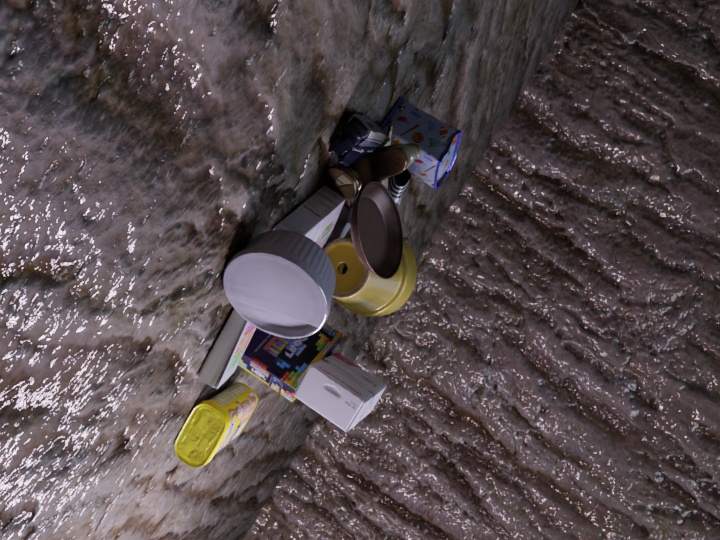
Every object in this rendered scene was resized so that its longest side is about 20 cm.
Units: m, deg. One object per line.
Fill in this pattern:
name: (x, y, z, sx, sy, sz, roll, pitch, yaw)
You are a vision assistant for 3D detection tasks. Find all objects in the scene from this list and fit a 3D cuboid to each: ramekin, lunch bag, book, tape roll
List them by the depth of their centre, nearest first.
ramekin: (-0.136, 0.018, 1.399, 0.094, 0.202, 0.203, -63, 177, -46)
book: (-0.249, 0.129, 1.611, 0.201, 0.048, 0.134, -62, 173, 14)
lunch bag: (0.136, -0.287, 1.847, 0.124, 0.170, 0.200, -54, 168, -16)
tape roll: (-0.038, -0.099, 1.950, 0.203, 0.037, 0.203, -56, 169, -16)

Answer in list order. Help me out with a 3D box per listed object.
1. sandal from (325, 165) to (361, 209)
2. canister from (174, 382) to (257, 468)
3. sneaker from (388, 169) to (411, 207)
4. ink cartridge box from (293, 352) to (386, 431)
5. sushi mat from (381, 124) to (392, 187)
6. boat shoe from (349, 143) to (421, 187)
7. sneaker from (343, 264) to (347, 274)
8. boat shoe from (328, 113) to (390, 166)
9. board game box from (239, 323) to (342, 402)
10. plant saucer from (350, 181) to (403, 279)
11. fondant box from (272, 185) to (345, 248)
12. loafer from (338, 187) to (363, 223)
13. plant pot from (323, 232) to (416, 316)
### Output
sandal: (-0.026, -0.180, 1.627, 0.054, 0.080, 0.200, -46, 175, -7)
canister: (-0.319, 0.342, 1.778, 0.149, 0.086, 0.200, -60, 172, 13)
sneaker: (0.089, -0.212, 1.990, 0.116, 0.075, 0.201, -58, -170, 15)
ink cartridge box: (-0.043, 0.264, 1.746, 0.083, 0.146, 0.200, -60, 168, 10)
sushi mat: (0.055, -0.214, 1.746, 0.096, 0.012, 0.201, -75, 170, -58)
boat shoe: (0.048, -0.222, 1.642, 0.063, 0.074, 0.200, -30, -164, -34)
sneaker: (-0.075, 0.025, 2.053, 0.081, 0.074, 0.200, -57, 169, 16)
boat shoe: (-0.006, -0.256, 1.569, 0.093, 0.075, 0.200, -46, 172, 14)
board game box: (-0.162, 0.177, 1.802, 0.200, 0.165, 0.057, -49, 167, -41)
plant saucer: (0.029, -0.080, 1.613, 0.200, 0.037, 0.201, 25, 62, -58)
fondant box: (-0.119, -0.065, 1.592, 0.200, 0.058, 0.145, -45, 165, -48)
loafer: (0.005, -0.199, 1.750, 0.201, 0.070, 0.070, -59, 169, 7)
plant pot: (0.000, 0.000, 1.740, 0.201, 0.200, 0.189, -60, 156, 10)
